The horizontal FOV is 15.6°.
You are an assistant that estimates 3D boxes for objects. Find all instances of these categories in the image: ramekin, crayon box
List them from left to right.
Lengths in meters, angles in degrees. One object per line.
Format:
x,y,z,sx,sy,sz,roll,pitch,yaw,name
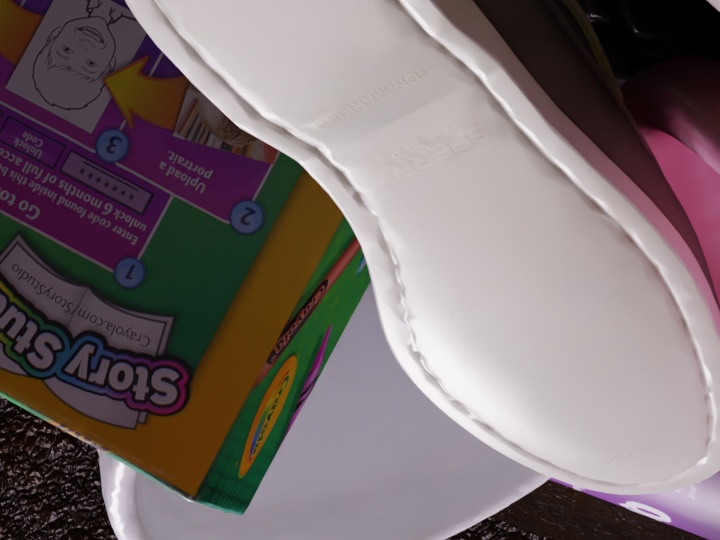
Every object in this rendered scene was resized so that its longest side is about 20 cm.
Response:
-0.091,-0.039,0.640,0.200,0.119,0.058,28,176,10,crayon box
0.000,0.000,0.792,0.200,0.200,0.098,35,-158,-57,ramekin

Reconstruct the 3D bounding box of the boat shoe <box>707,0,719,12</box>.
0.094,-0.075,0.478,0.199,0.076,0.072,21,170,-7,boat shoe

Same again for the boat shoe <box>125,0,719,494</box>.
0.023,-0.029,0.549,0.072,0.060,0.202,-19,130,27,boat shoe

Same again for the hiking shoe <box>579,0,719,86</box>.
0.098,-0.052,0.680,0.200,0.076,0.101,31,-178,-13,hiking shoe

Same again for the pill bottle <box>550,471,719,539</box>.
0.142,0.047,1.004,0.199,0.113,0.112,21,172,12,pill bottle

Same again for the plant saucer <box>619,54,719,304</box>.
0.123,0.037,0.567,0.201,0.051,0.201,61,176,8,plant saucer
